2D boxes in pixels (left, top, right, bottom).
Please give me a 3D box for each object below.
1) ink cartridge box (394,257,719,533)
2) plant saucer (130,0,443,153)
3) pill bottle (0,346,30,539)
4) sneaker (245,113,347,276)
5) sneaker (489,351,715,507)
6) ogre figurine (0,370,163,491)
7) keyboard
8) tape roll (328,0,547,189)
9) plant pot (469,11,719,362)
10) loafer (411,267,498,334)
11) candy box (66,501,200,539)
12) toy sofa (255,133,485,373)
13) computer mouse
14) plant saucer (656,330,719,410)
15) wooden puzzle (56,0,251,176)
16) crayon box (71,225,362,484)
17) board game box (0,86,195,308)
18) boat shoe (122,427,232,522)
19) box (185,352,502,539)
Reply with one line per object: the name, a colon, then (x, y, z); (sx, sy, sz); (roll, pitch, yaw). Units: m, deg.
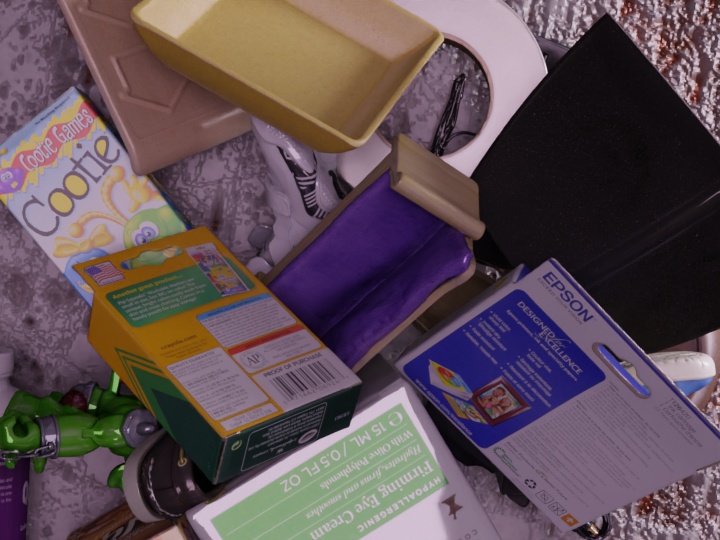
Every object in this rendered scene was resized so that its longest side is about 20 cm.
ink cartridge box: (0.154, 0.091, 1.167); (0.198, 0.200, 0.047); (46, 46, -6)
plant saucer: (-0.058, -0.175, 1.226); (0.200, 0.200, 0.048); (30, 131, 4)
pill bottle: (-0.326, 0.163, 1.275); (0.112, 0.112, 0.200); (4, 93, -4)
sneaker: (-0.061, -0.044, 1.271); (0.115, 0.075, 0.200); (-22, 121, 20)
sneaker: (0.203, 0.137, 1.296); (0.200, 0.077, 0.111); (-14, 91, 5)
ogre figurine: (-0.208, 0.121, 1.227); (0.120, 0.200, 0.098); (0, 69, 2)
keyboard: (0.117, -0.108, 1.338); (0.127, 0.021, 0.200); (22, 91, -6)
tape roll: (0.058, -0.144, 1.306); (0.202, 0.037, 0.203); (0, 90, 5)
plant pot: (0.201, -0.041, 1.235); (0.177, 0.200, 0.200); (-36, 54, 8)
loafer: (0.097, 0.038, 1.281); (0.076, 0.067, 0.200); (-44, 60, -11)
candy box: (-0.181, 0.228, 1.246); (0.115, 0.200, 0.055); (-29, 96, -2)
toy sofa: (0.000, 0.000, 1.195); (0.083, 0.098, 0.200); (32, 126, -22)
computer mouse: (0.139, 0.168, 1.349); (0.200, 0.034, 0.059); (36, 90, -6)
plant saucer: (0.219, 0.066, 1.350); (0.200, 0.032, 0.201); (0, 93, -3)
wooden puzzle: (-0.159, -0.192, 1.262); (0.185, 0.046, 0.200); (-29, 100, -44)
crayon box: (-0.110, 0.057, 1.150); (0.126, 0.200, 0.052); (-19, 139, -37)
board game box: (-0.204, -0.039, 1.276); (0.103, 0.105, 0.200); (-39, 96, -2)
boat shoe: (-0.106, 0.118, 1.180); (0.060, 0.201, 0.072); (-14, 113, 28)
box: (-0.017, 0.193, 1.256); (0.199, 0.200, 0.171); (-31, 97, -3)
